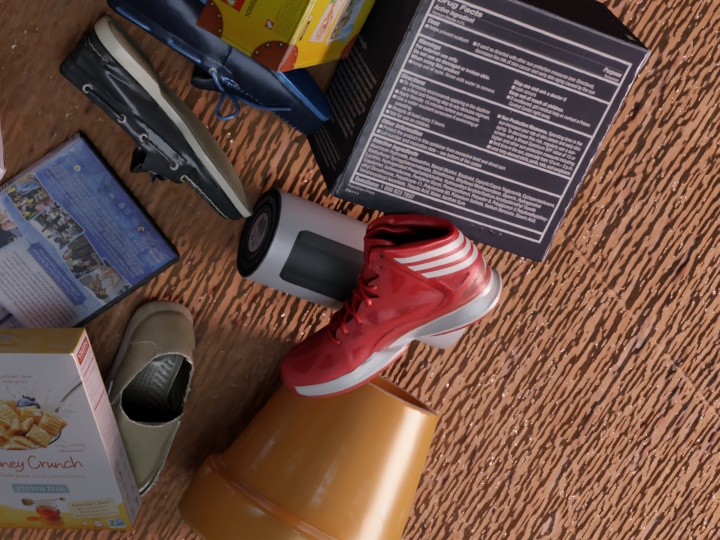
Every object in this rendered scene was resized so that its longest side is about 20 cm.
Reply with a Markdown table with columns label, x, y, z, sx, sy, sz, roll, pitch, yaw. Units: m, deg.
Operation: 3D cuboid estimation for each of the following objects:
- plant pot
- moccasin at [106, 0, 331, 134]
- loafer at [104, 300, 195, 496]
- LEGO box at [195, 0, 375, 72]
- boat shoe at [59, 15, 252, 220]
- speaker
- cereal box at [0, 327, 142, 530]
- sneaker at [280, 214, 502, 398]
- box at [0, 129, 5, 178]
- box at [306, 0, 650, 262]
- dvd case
| label | x | y | z | sx | sy | sz | roll | pitch | yaw |
| --- | --- | --- | --- | --- | --- | --- | --- | --- | --- |
| plant pot | -0.028 | 0.175 | 1.490 | 0.200 | 0.200 | 0.184 | 29 | 92 | -25 |
| moccasin | -0.112 | -0.173 | 1.347 | 0.200 | 0.081 | 0.068 | 41 | 107 | -14 |
| loafer | -0.192 | 0.123 | 1.479 | 0.075 | 0.068 | 0.201 | 9 | 115 | -18 |
| LEGO box | -0.022 | -0.255 | 1.267 | 0.077 | 0.149 | 0.200 | 32 | 109 | 11 |
| boat shoe | -0.164 | -0.107 | 1.361 | 0.066 | 0.075 | 0.200 | -35 | 120 | 8 |
| speaker | 0.000 | 0.000 | 1.456 | 0.199 | 0.081 | 0.081 | 21 | 111 | -23 |
| cereal box | -0.277 | 0.136 | 1.444 | 0.143 | 0.040 | 0.201 | -2 | 127 | 15 |
| sneaker | 0.003 | 0.017 | 1.372 | 0.200 | 0.078 | 0.116 | -30 | 126 | 10 |
| box | -0.368 | -0.119 | 1.244 | 0.200 | 0.177 | 0.097 | 29 | 107 | -26 |
| box | 0.091 | -0.141 | 1.377 | 0.199 | 0.123 | 0.199 | 17 | 114 | -22 |
| dvd case | -0.270 | -0.007 | 1.420 | 0.200 | 0.018 | 0.143 | -34 | 121 | 4 |
